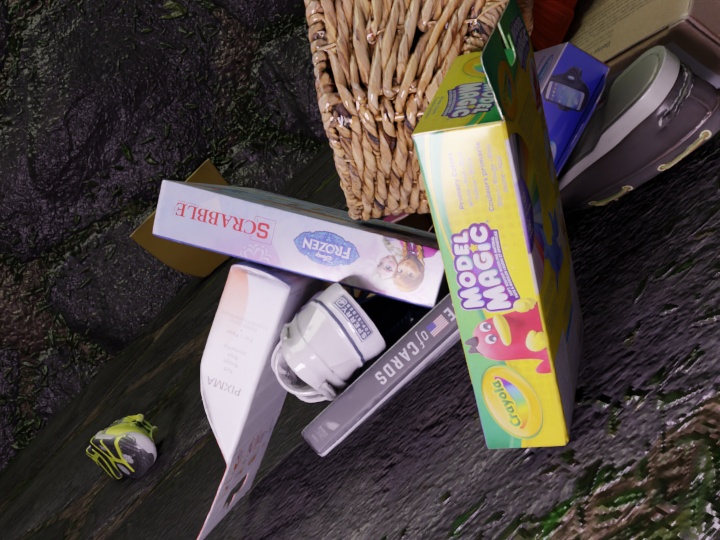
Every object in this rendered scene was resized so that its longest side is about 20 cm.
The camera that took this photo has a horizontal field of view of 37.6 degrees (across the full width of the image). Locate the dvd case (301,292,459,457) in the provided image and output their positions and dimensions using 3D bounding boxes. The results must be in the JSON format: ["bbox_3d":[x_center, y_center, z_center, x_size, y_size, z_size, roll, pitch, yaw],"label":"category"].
[{"bbox_3d":[0.056,0.038,0.700,0.200,0.025,0.150,-44,-7,9],"label":"dvd case"}]

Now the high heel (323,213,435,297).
[{"bbox_3d":[0.000,0.000,1.032,0.200,0.067,0.096,-46,0,-26],"label":"high heel"}]

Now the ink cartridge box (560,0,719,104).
[{"bbox_3d":[0.226,-0.200,0.835,0.200,0.075,0.166,-24,41,59],"label":"ink cartridge box"}]

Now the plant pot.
[{"bbox_3d":[-0.387,-0.103,2.518,0.195,0.200,0.195,-34,15,40],"label":"plant pot"}]

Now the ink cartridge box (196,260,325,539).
[{"bbox_3d":[-0.088,0.087,0.798,0.162,0.050,0.201,-27,-40,-80],"label":"ink cartridge box"}]

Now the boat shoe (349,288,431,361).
[{"bbox_3d":[-0.012,0.057,0.874,0.200,0.069,0.084,-33,15,45],"label":"boat shoe"}]

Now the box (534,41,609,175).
[{"bbox_3d":[0.113,-0.099,0.775,0.120,0.041,0.200,-63,9,0],"label":"box"}]

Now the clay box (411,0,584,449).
[{"bbox_3d":[0.073,-0.025,0.536,0.047,0.201,0.115,-7,25,20],"label":"clay box"}]

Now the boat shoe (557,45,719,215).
[{"bbox_3d":[0.168,-0.075,0.726,0.201,0.060,0.072,-43,21,61],"label":"boat shoe"}]

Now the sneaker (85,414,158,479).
[{"bbox_3d":[-0.291,0.210,1.321,0.076,0.075,0.200,-50,13,-24],"label":"sneaker"}]

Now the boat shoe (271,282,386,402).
[{"bbox_3d":[-0.031,0.056,0.726,0.065,0.074,0.200,-38,-9,-10],"label":"boat shoe"}]

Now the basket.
[{"bbox_3d":[0.052,-0.113,0.669,0.148,0.144,0.200,-9,-14,2],"label":"basket"}]

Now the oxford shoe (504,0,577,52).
[{"bbox_3d":[0.167,-0.259,0.856,0.200,0.071,0.073,-54,13,16],"label":"oxford shoe"}]

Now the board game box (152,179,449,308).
[{"bbox_3d":[-0.023,-0.022,0.779,0.199,0.199,0.041,-12,-63,-78],"label":"board game box"}]
